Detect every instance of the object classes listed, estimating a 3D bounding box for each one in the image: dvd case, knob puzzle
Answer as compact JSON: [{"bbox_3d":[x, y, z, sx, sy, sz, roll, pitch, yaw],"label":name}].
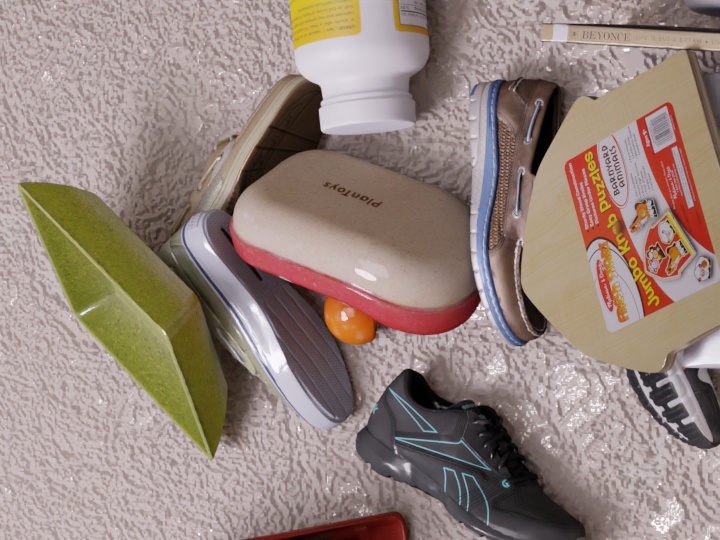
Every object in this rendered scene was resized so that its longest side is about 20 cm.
[{"bbox_3d":[0.243,-0.157,1.337,0.200,0.149,0.016,7,99,29],"label":"dvd case"},{"bbox_3d":[0.182,-0.026,1.319,0.220,0.030,0.220,2,92,52],"label":"knob puzzle"}]

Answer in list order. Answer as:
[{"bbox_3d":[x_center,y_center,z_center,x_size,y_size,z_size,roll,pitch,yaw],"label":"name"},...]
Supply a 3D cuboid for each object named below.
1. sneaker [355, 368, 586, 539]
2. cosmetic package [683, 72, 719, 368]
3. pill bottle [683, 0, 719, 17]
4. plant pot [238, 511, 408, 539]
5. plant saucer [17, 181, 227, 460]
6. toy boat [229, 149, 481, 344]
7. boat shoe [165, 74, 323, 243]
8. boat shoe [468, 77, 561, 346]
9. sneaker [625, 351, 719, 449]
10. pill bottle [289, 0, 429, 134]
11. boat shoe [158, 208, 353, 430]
[{"bbox_3d":[0.086,0.146,1.464,0.200,0.075,0.079,29,101,25],"label":"sneaker"},{"bbox_3d":[0.325,-0.034,1.307,0.199,0.123,0.200,-2,90,29],"label":"cosmetic package"},{"bbox_3d":[0.285,-0.272,1.334,0.112,0.112,0.200,8,93,29],"label":"pill bottle"},{"bbox_3d":[-0.083,0.298,1.501,0.176,0.200,0.200,-10,85,41],"label":"plant pot"},{"bbox_3d":[-0.177,0.029,1.561,0.048,0.200,0.200,-38,60,-17],"label":"plant saucer"},{"bbox_3d":[0.000,0.000,1.502,0.200,0.131,0.131,22,130,28],"label":"toy boat"},{"bbox_3d":[-0.096,-0.079,1.568,0.065,0.072,0.200,45,116,34],"label":"boat shoe"},{"bbox_3d":[0.124,-0.045,1.445,0.072,0.072,0.200,-7,86,27],"label":"boat shoe"},{"bbox_3d":[0.217,0.031,1.395,0.080,0.074,0.200,-27,91,-17],"label":"sneaker"},{"bbox_3d":[-0.003,-0.207,1.497,0.104,0.104,0.200,-6,86,29],"label":"pill bottle"},{"bbox_3d":[-0.080,0.043,1.541,0.062,0.072,0.200,-30,98,37],"label":"boat shoe"}]
